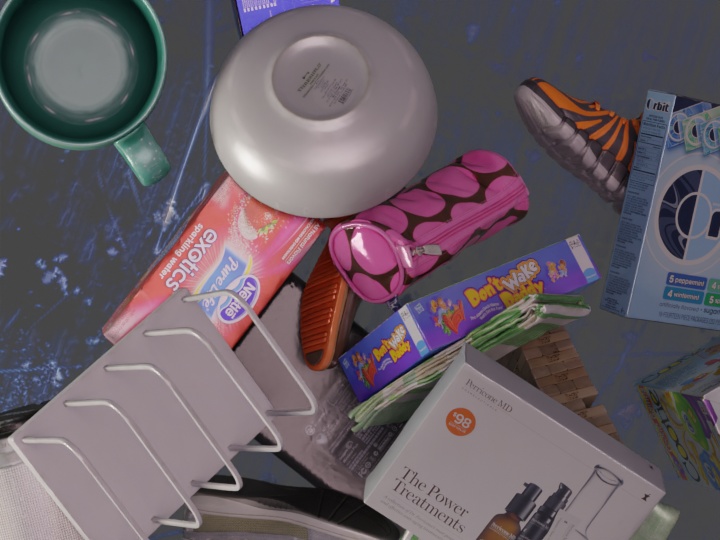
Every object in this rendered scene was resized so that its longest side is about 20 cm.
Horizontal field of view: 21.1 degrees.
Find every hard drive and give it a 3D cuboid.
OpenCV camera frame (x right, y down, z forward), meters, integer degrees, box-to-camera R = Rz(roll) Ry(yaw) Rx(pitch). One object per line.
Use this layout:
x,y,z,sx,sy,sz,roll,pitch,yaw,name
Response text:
-0.030,0.116,1.750,0.200,0.033,0.140,39,85,-7,hard drive

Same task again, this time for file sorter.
-0.152,0.126,1.566,0.200,0.124,0.139,-42,106,-26,file sorter

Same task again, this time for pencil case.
0.067,-0.040,1.687,0.200,0.093,0.091,-34,99,-42,pencil case

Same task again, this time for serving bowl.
-0.032,-0.148,1.647,0.198,0.066,0.202,0,66,0,serving bowl

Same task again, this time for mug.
-0.243,-0.166,1.678,0.151,0.114,0.187,-1,91,-8,mug

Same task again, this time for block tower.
0.187,0.138,1.715,0.054,0.058,0.201,-12,57,-23,block tower

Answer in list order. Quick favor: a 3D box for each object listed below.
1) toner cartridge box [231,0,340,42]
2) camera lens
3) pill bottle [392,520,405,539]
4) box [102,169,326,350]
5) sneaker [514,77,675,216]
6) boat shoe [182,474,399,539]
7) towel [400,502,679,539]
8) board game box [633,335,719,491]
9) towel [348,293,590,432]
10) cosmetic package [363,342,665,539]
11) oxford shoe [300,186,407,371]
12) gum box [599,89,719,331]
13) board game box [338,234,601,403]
-0.066,-0.233,1.738,0.094,0.043,0.202,-12,92,-7,toner cartridge box
-0.269,0.218,1.654,0.159,0.160,0.202,-15,93,-7,camera lens
0.136,0.250,1.734,0.198,0.112,0.113,-14,92,-7,pill bottle
-0.130,0.007,1.704,0.100,0.095,0.200,39,85,-8,box
0.237,-0.132,1.771,0.200,0.078,0.112,41,81,-17,sneaker
-0.063,0.231,1.712,0.200,0.074,0.065,9,104,12,boat shoe
0.147,0.226,1.636,0.199,0.023,0.153,26,108,-4,towel
0.335,0.128,1.715,0.104,0.200,0.104,-27,94,-7,board game box
0.094,0.078,1.640,0.199,0.152,0.024,-34,78,18,towel
0.125,0.176,1.575,0.199,0.052,0.151,32,106,-8,cosmetic package
0.000,0.000,1.720,0.073,0.071,0.202,23,71,-27,oxford shoe
0.313,-0.050,1.748,0.169,0.044,0.202,8,98,-32,gum box
0.095,0.041,1.676,0.199,0.134,0.045,-21,79,-34,board game box
